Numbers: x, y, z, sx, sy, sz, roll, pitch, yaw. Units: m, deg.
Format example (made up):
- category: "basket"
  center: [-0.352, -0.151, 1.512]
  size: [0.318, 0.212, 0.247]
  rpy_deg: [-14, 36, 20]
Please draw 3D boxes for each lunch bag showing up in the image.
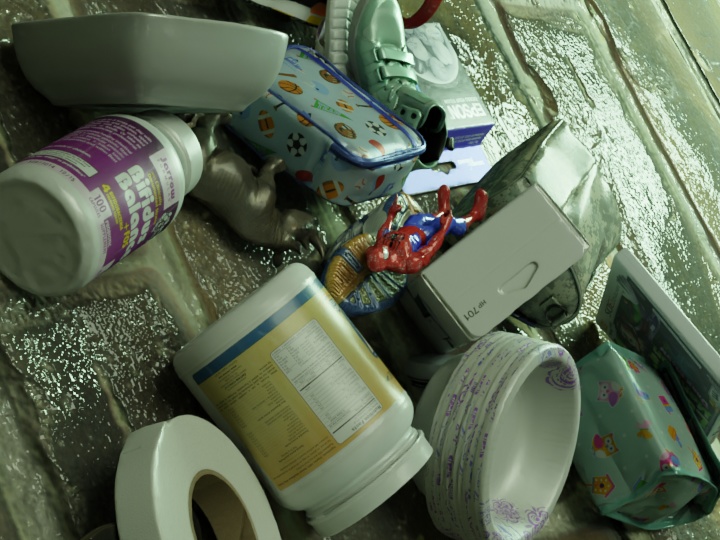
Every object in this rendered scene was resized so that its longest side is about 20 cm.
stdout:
- category: "lunch bag"
  center: [-0.040, -0.151, 1.616]
  size: [0.200, 0.076, 0.160]
  rpy_deg: [42, 33, 20]
- category: "lunch bag"
  center: [0.305, 0.182, 1.740]
  size: [0.200, 0.122, 0.171]
  rpy_deg: [21, 38, -53]
- category: "lunch bag"
  center: [0.202, -0.044, 1.790]
  size: [0.168, 0.139, 0.200]
  rpy_deg: [49, 36, -6]

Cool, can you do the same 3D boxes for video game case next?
- category: "video game case"
  center: [0.338, 0.090, 1.798]
  size: [0.023, 0.182, 0.200]
  rpy_deg: [-33, 69, -13]

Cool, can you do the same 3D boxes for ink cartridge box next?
- category: "ink cartridge box"
  center: [0.125, 0.003, 1.574]
  size: [0.086, 0.146, 0.200]
  rpy_deg: [52, -8, 4]
- category: "ink cartridge box"
  center: [0.071, -0.188, 1.844]
  size: [0.198, 0.043, 0.200]
  rpy_deg: [-15, 74, -53]

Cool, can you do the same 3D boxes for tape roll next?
- category: "tape roll"
  center: [-0.118, 0.209, 1.243]
  size: [0.203, 0.037, 0.203]
  rpy_deg: [55, 22, -35]

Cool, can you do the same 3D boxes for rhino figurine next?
- category: "rhino figurine"
  center: [-0.108, -0.071, 1.527]
  size: [0.200, 0.060, 0.088]
  rpy_deg: [41, 45, -22]

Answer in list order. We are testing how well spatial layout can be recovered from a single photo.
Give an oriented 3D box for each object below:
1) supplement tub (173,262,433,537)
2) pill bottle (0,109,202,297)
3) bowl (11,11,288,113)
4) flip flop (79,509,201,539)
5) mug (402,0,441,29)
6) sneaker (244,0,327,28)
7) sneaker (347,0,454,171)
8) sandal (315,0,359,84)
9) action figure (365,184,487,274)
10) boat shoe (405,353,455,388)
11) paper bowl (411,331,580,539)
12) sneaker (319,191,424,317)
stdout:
- category: "supplement tub"
  center: [-0.047, 0.110, 1.372]
  size: [0.200, 0.145, 0.145]
  rpy_deg: [52, 35, -3]
- category: "pill bottle"
  center: [-0.216, -0.065, 1.351]
  size: [0.112, 0.112, 0.200]
  rpy_deg: [52, 36, -3]
- category: "bowl"
  center: [-0.186, -0.179, 1.434]
  size: [0.200, 0.199, 0.075]
  rpy_deg: [-3, 95, -49]
- category: "flip flop"
  center: [-0.179, 0.217, 1.213]
  size: [0.081, 0.057, 0.200]
  rpy_deg: [65, 18, -7]
- category: "mug"
  center: [0.045, -0.386, 1.824]
  size: [0.177, 0.200, 0.133]
  rpy_deg: [39, 33, -9]
- category: "sneaker"
  center: [-0.087, -0.321, 1.714]
  size: [0.070, 0.090, 0.200]
  rpy_deg: [31, 12, 40]
- category: "sneaker"
  center: [0.050, -0.198, 1.691]
  size: [0.074, 0.118, 0.201]
  rpy_deg: [-5, 95, -41]
- category: "sandal"
  center: [-0.019, -0.245, 1.740]
  size: [0.082, 0.050, 0.203]
  rpy_deg: [16, 80, -42]
- category: "action figure"
  center: [0.056, -0.039, 1.534]
  size: [0.200, 0.065, 0.052]
  rpy_deg: [-40, 136, -55]
- category: "boat shoe"
  center: [0.132, 0.121, 1.637]
  size: [0.200, 0.069, 0.057]
  rpy_deg: [8, 94, -31]
- category: "paper bowl"
  center: [0.119, 0.155, 1.513]
  size: [0.201, 0.104, 0.201]
  rpy_deg: [-31, 128, -50]
- category: "sneaker"
  center: [0.000, 0.000, 1.566]
  size: [0.075, 0.088, 0.200]
  rpy_deg: [54, 34, -8]
